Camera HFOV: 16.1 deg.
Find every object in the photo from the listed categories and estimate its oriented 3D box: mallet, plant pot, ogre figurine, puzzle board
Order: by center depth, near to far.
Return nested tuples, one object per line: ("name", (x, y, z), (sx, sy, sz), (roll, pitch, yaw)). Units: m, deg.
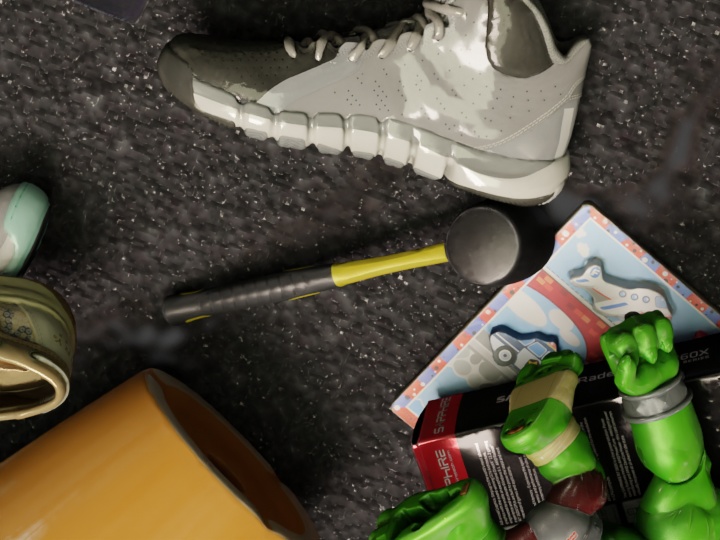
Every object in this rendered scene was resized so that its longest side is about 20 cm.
("ogre figurine", (0.088, 0.125, 1.161), (0.200, 0.098, 0.120), (-47, 109, -22))
("mallet", (0.000, 0.000, 1.233), (0.199, 0.066, 0.042), (-12, 90, 29))
("plant pot", (-0.125, 0.154, 1.240), (0.183, 0.200, 0.200), (-45, 101, 6))
("puzzle board", (0.136, 0.081, 1.256), (0.200, 0.017, 0.151), (40, 112, -9))

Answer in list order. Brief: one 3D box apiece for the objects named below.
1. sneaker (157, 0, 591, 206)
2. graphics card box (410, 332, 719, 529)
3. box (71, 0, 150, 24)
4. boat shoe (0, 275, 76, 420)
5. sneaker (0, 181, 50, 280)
("sneaker", (0.013, -0.110, 1.170), (0.198, 0.075, 0.116), (14, 109, -9))
("graphics card box", (0.138, 0.105, 1.230), (0.198, 0.051, 0.126), (-14, 110, 16))
("box", (-0.111, -0.246, 1.040), (0.117, 0.197, 0.201), (19, 118, -33))
("boat shoe", (-0.231, 0.039, 1.169), (0.198, 0.063, 0.074), (-4, 118, -3))
("sneaker", (-0.253, 0.003, 1.244), (0.140, 0.078, 0.200), (38, 112, -10))
